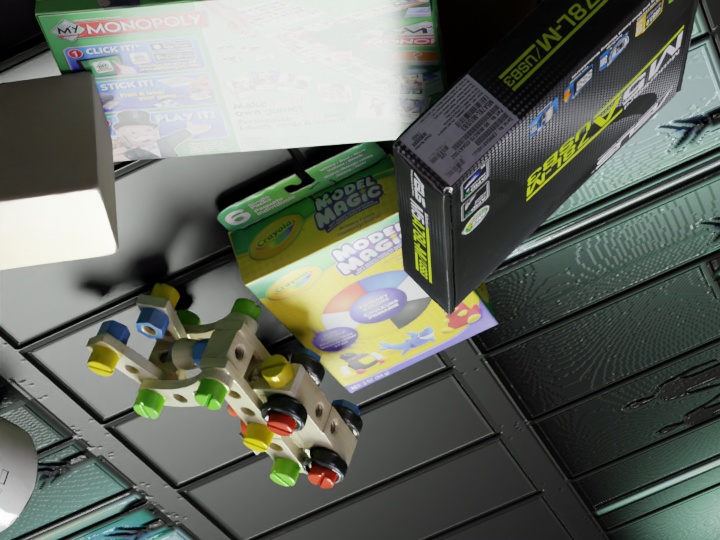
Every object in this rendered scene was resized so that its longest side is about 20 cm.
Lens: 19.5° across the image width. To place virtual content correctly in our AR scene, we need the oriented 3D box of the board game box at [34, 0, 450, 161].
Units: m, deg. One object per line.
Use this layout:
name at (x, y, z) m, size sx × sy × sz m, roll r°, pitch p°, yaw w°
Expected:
board game box at (-0.056, -0.111, 1.095) m, size 0.198 × 0.029 × 0.135 m, roll -4°, pitch 147°, yaw 6°

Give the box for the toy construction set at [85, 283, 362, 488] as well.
toy construction set at (-0.073, 0.083, 1.348) m, size 0.130 × 0.093 × 0.200 m, roll 2°, pitch 160°, yaw 30°

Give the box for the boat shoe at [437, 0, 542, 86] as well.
boat shoe at (0.069, -0.140, 1.138) m, size 0.070 × 0.070 × 0.200 m, roll -46°, pitch 166°, yaw -32°

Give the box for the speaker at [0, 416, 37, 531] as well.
speaker at (-0.288, 0.101, 1.295) m, size 0.081 × 0.082 × 0.200 m, roll -29°, pitch 147°, yaw 17°

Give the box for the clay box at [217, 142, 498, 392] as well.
clay box at (0.000, 0.000, 1.321) m, size 0.114 × 0.048 × 0.200 m, roll -26°, pitch 148°, yaw 11°

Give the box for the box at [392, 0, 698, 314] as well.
box at (0.102, -0.084, 1.137) m, size 0.200 × 0.047 × 0.193 m, roll -44°, pitch 162°, yaw -12°

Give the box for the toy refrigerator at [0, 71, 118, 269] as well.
toy refrigerator at (-0.229, -0.041, 1.090) m, size 0.198 × 0.076 × 0.070 m, roll -8°, pitch 148°, yaw -1°
